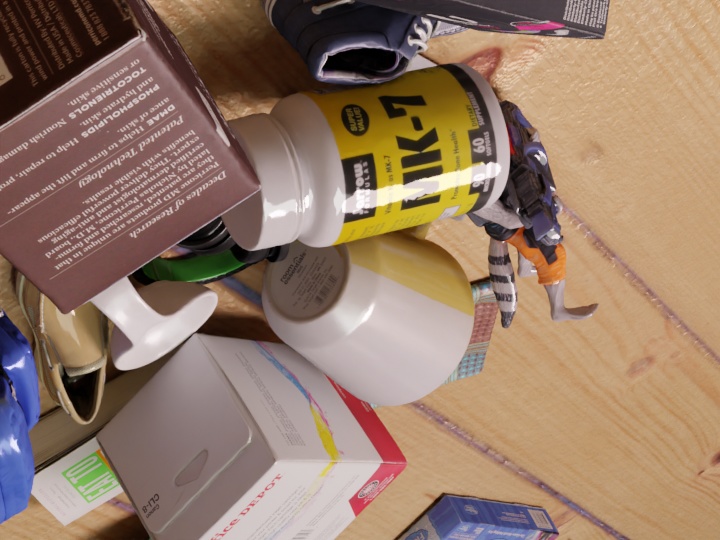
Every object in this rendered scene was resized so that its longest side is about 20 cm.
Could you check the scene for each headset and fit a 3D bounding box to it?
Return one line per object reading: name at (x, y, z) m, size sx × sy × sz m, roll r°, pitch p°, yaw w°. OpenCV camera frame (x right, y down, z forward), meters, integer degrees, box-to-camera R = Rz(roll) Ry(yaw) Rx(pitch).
headset at (-0.104, -0.055, 1.527) m, size 0.200 × 0.094 × 0.123 m, roll -33°, pitch 154°, yaw 33°

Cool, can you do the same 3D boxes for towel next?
towel at (0.041, 0.082, 1.855) m, size 0.200 × 0.022 × 0.147 m, roll -18°, pitch 146°, yaw -21°

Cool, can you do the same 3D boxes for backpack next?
backpack at (-0.316, 0.099, 1.414) m, size 0.168 × 0.200 × 0.163 m, roll -30°, pitch 149°, yaw -19°

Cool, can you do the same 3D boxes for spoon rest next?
spoon rest at (-0.168, 0.035, 1.500) m, size 0.099 × 0.061 × 0.200 m, roll -37°, pitch 160°, yaw 2°

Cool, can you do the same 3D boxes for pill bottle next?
pill bottle at (-0.002, -0.081, 1.417) m, size 0.200 × 0.114 × 0.114 m, roll -14°, pitch 144°, yaw -25°

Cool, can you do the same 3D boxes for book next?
book at (-0.203, 0.144, 1.723) m, size 0.200 × 0.048 × 0.134 m, roll -31°, pitch 151°, yaw -5°

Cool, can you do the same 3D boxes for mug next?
mug at (-0.007, 0.007, 1.620) m, size 0.149 × 0.187 × 0.153 m, roll -16°, pitch 156°, yaw 27°

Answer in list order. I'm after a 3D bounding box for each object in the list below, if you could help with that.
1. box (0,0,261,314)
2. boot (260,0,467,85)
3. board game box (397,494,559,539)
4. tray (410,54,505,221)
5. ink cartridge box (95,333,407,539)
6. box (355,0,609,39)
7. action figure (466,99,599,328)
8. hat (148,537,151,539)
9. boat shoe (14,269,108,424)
box at (-0.198, -0.112, 1.260) m, size 0.164 × 0.166 × 0.200 m, roll -33°, pitch 148°, yaw 2°
boot at (0.028, -0.177, 1.428) m, size 0.200 × 0.090 × 0.073 m, roll -7°, pitch 141°, yaw -32°
board game box at (0.102, 0.344, 2.238) m, size 0.199 × 0.043 × 0.200 m, roll -45°, pitch 145°, yaw 23°
tray at (0.044, -0.114, 1.563) m, size 0.200 × 0.022 × 0.108 m, roll 22°, pitch 94°, yaw -52°
ink cartridge box at (-0.093, 0.157, 1.661) m, size 0.145 × 0.145 × 0.200 m, roll -45°, pitch 153°, yaw 20°
box at (0.071, -0.228, 1.335) m, size 0.200 × 0.122 × 0.106 m, roll 6°, pitch 93°, yaw -43°
action figure at (0.118, -0.039, 1.558) m, size 0.104 × 0.200 × 0.194 m, roll -27°, pitch 115°, yaw 13°
hat at (-0.257, 0.315, 1.932) m, size 0.166 × 0.176 × 0.200 m, roll 43°, pitch 66°, yaw -55°
boat shoe at (-0.226, 0.050, 1.540) m, size 0.072 × 0.076 × 0.200 m, roll -20°, pitch 145°, yaw -14°
